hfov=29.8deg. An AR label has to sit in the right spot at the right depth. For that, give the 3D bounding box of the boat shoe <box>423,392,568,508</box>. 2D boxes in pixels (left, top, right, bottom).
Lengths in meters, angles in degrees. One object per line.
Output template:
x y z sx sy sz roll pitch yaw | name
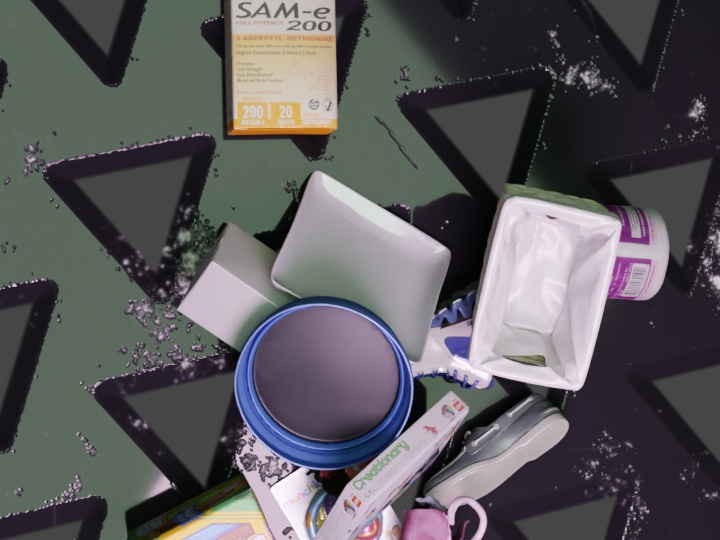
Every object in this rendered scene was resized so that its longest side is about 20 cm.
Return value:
0.156 0.219 1.641 0.198 0.073 0.062 -32 53 -2 | boat shoe

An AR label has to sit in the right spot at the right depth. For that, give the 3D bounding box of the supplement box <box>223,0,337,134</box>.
-0.093 -0.261 1.568 0.124 0.073 0.204 -2 91 -11 | supplement box

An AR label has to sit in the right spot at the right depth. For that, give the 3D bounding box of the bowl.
-0.039 0.122 1.489 0.197 0.039 0.204 2 112 4 | bowl

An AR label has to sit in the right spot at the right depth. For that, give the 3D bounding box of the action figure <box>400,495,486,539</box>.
0.082 0.374 1.550 0.134 0.148 0.203 36 51 -37 | action figure

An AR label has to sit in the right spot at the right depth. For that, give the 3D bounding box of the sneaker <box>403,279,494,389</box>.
0.101 0.105 1.608 0.198 0.081 0.116 -31 94 -11 | sneaker

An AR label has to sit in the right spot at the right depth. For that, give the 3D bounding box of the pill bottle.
0.259 -0.026 1.621 0.197 0.112 0.114 4 90 -11 | pill bottle

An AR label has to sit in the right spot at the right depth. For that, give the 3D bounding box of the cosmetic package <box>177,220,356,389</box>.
-0.098 0.047 1.545 0.199 0.108 0.085 34 118 -8 | cosmetic package

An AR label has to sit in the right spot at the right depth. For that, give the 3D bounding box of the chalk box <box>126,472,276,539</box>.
-0.192 0.336 1.533 0.198 0.125 0.125 -26 96 -11 | chalk box

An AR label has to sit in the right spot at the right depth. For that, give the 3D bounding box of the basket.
0.201 0.011 1.506 0.133 0.124 0.203 12 107 1 | basket

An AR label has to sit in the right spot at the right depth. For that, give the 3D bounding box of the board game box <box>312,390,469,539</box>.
0.036 0.231 1.530 0.035 0.127 0.199 41 47 13 | board game box

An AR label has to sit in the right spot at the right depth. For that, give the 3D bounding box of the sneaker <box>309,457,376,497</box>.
-0.051 0.171 1.596 0.087 0.074 0.201 -35 87 -40 | sneaker

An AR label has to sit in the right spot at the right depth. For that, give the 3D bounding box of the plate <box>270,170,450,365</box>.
0.000 0.000 1.565 0.198 0.032 0.201 30 44 -10 | plate

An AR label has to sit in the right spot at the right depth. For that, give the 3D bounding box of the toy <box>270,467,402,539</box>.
-0.007 0.315 1.607 0.114 0.047 0.202 -32 97 -11 | toy
